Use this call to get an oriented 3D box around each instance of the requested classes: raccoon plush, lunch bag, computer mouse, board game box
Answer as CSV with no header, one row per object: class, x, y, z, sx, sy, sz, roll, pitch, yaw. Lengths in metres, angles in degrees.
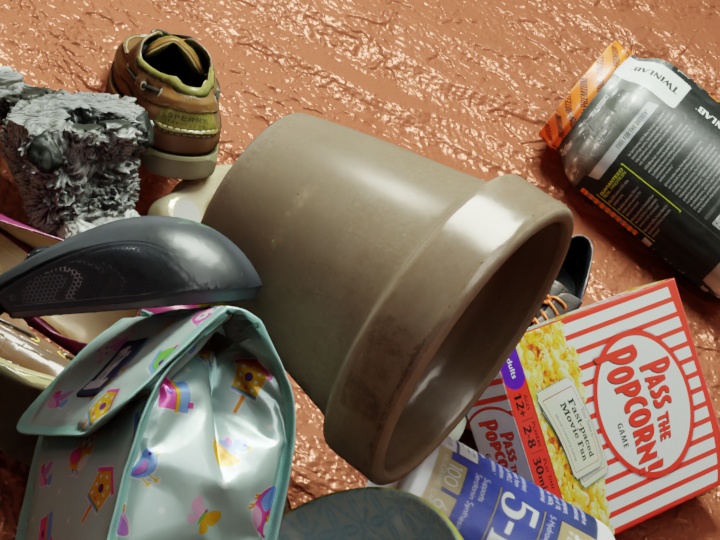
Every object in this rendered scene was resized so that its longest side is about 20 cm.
raccoon plush,-0.195,-0.052,1.651,0.097,0.134,0.200,-8,23,-21
lunch bag,-0.119,0.116,1.396,0.122,0.170,0.200,13,80,-25
computer mouse,-0.155,-0.002,1.403,0.138,0.200,0.053,0,85,-80
board game box,0.162,0.102,1.706,0.200,0.046,0.152,-19,91,-44

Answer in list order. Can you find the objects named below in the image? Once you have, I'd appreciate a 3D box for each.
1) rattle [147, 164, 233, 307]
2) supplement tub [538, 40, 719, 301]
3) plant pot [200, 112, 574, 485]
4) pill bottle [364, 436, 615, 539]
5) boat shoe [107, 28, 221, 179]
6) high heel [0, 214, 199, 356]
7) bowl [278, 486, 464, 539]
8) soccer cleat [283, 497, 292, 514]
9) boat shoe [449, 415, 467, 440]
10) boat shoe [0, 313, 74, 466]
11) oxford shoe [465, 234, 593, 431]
rattle,-0.033,-0.029,1.665,0.200,0.143,0.130,-6,63,-40
supplement tub,0.244,-0.079,1.921,0.200,0.123,0.123,40,41,3
plant pot,0.000,0.000,1.464,0.175,0.200,0.200,34,40,14
pill bottle,0.094,0.193,1.563,0.200,0.120,0.120,29,41,-8
boat shoe,-0.127,-0.131,1.705,0.072,0.068,0.200,1,25,-18
high heel,-0.183,0.011,1.517,0.200,0.096,0.067,16,76,22
bowl,0.002,0.236,1.441,0.108,0.200,0.200,49,29,-38
soccer cleat,-0.088,0.114,1.560,0.200,0.067,0.076,58,18,16
boat shoe,0.031,0.032,1.698,0.068,0.072,0.200,35,36,-36
boat shoe,-0.234,0.057,1.509,0.200,0.072,0.068,28,25,-6
oxford shoe,0.111,0.038,1.756,0.071,0.073,0.200,35,41,-2
